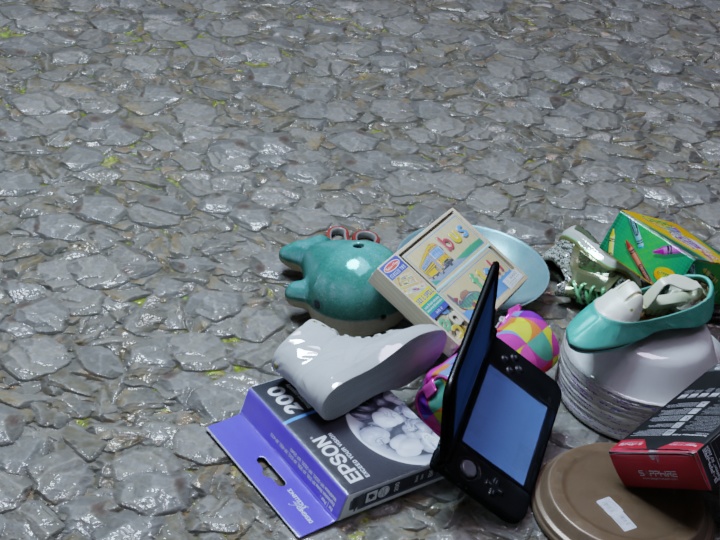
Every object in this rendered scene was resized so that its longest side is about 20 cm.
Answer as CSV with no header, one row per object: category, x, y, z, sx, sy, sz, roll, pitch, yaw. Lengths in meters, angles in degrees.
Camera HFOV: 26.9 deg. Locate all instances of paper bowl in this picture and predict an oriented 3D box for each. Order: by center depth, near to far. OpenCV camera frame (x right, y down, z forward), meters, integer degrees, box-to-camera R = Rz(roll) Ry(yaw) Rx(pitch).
paper bowl,0.332,0.105,1.752,0.198,0.105,0.202,6,34,-4

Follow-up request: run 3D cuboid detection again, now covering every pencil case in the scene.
pencil case,0.145,0.115,1.715,0.088,0.089,0.199,26,36,26

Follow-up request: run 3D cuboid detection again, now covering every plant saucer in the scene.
plant saucer,0.279,0.247,1.590,0.197,0.030,0.201,6,34,-4
plant saucer,0.141,0.008,1.922,0.198,0.039,0.202,6,32,-4

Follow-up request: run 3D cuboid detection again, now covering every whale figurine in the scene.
whale figurine,-0.023,-0.002,1.840,0.158,0.105,0.200,-15,36,-27

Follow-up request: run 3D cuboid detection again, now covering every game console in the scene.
game console,0.152,0.128,1.574,0.175,0.116,0.201,37,47,-11

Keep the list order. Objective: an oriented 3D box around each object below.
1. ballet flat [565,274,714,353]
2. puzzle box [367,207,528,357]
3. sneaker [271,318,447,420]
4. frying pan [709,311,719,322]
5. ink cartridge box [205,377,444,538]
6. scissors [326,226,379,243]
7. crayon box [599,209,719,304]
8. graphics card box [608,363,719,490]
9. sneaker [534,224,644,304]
ballet flat,0.316,0.038,1.688,0.198,0.071,0.067,-11,38,-26
puzzle box,0.108,0.010,1.798,0.133,0.025,0.200,42,38,7
sneaker,-0.004,0.084,1.665,0.199,0.074,0.115,-21,45,-39
frying pan,0.518,0.055,1.941,0.188,0.031,0.115,22,34,16
ink cartridge box,-0.034,0.182,1.612,0.198,0.044,0.198,-17,41,-32
scissors,0.000,0.000,1.931,0.072,0.014,0.201,3,34,-12
crayon box,0.398,-0.015,1.909,0.118,0.059,0.199,37,15,28
graphics card box,0.373,0.162,1.591,0.199,0.051,0.125,-33,13,-34
sneaker,0.293,0.024,1.918,0.088,0.078,0.200,-27,39,-15
